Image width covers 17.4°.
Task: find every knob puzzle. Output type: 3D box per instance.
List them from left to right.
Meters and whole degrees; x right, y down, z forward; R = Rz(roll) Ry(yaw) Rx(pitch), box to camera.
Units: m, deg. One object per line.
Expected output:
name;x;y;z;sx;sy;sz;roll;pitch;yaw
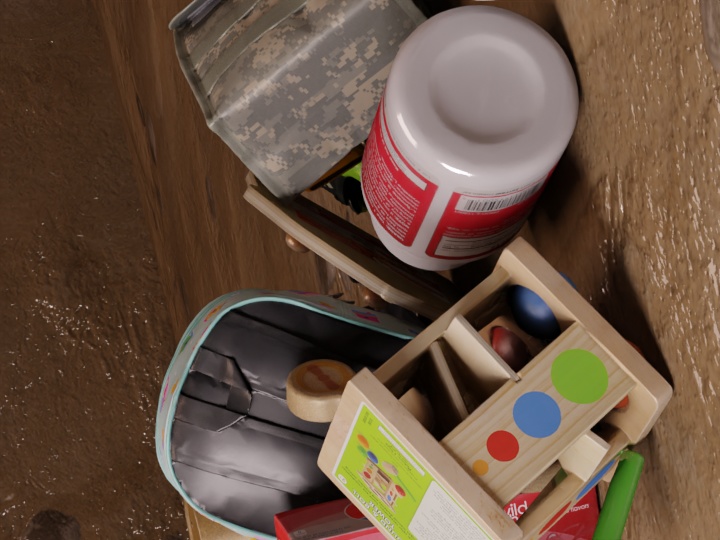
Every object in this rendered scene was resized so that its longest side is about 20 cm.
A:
knob puzzle;0.000;0.000;1.645;0.031;0.219;0.220;-58;21;7

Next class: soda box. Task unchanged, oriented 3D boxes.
soda box;0.050;0.172;1.493;0.070;0.199;0.064;-143;42;-72

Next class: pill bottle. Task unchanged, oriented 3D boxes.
pill bottle;0.060;-0.071;1.424;0.200;0.112;0.113;112;145;-70

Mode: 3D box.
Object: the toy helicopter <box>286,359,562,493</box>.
toy helicopter;0.042;0.098;1.450;0.132;0.199;0.079;-53;-32;-47

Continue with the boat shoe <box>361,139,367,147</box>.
boat shoe;0.011;-0.124;1.714;0.072;0.060;0.202;-56;44;45

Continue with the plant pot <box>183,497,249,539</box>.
plant pot;-0.046;0.213;2.028;0.186;0.199;0.187;167;90;-80

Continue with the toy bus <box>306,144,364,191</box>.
toy bus;-0.040;-0.159;1.807;0.065;0.078;0.201;-32;50;31

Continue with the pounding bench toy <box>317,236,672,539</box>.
pounding bench toy;0.105;0.110;1.325;0.200;0.156;0.124;46;155;13

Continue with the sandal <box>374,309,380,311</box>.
sandal;0.034;0.104;1.860;0.075;0.048;0.201;63;-174;-76

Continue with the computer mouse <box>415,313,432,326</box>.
computer mouse;0.042;-0.012;1.803;0.059;0.034;0.201;-115;11;-56

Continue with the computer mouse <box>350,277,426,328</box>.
computer mouse;0.011;0.027;1.771;0.200;0.034;0.059;48;178;34

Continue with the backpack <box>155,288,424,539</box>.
backpack;-0.039;0.101;1.579;0.153;0.199;0.177;-148;77;-72

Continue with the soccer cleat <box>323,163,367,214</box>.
soccer cleat;-0.014;-0.082;1.917;0.081;0.067;0.200;65;168;0

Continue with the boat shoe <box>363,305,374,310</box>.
boat shoe;0.012;0.132;1.935;0.074;0.075;0.201;-16;76;52

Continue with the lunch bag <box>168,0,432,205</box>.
lunch bag;-0.043;-0.174;1.646;0.118;0.164;0.200;46;-170;-37
